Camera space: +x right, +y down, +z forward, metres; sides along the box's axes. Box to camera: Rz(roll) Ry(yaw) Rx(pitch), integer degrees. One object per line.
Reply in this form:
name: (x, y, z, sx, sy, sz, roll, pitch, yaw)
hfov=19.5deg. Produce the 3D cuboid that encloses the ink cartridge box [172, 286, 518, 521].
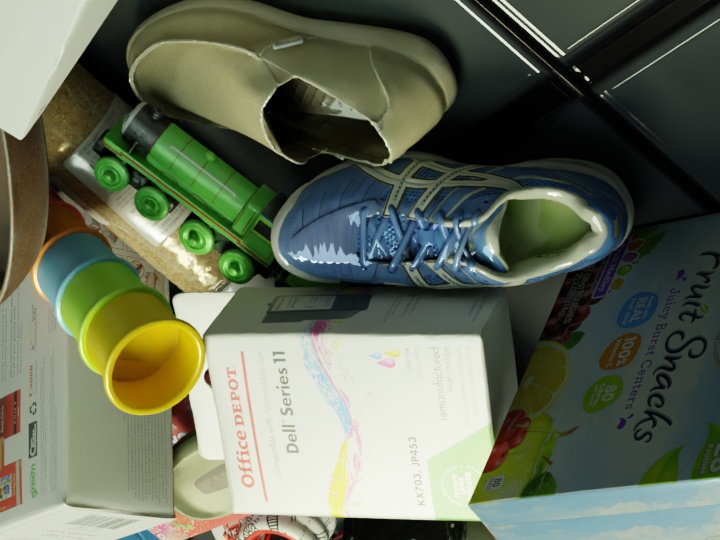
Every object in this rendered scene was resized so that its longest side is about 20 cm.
ink cartridge box: (-0.016, 0.073, 1.161, 0.199, 0.067, 0.118, -1, 113, 18)

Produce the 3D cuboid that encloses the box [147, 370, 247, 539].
box: (-0.091, 0.100, 1.389, 0.103, 0.095, 0.200, 42, 140, -21)

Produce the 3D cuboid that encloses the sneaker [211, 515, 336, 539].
sneaker: (-0.071, 0.185, 1.468, 0.067, 0.108, 0.201, 35, 142, -11)

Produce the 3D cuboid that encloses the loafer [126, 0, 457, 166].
loafer: (-0.048, -0.101, 1.150, 0.199, 0.068, 0.076, 6, 138, 25)

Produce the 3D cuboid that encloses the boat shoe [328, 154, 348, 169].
boat shoe: (0.000, 0.000, 1.248, 0.056, 0.069, 0.201, 24, 137, 11)

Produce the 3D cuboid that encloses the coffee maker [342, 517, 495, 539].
coffee maker: (0.103, 0.156, 1.305, 0.199, 0.193, 0.134, 27, 153, -29)

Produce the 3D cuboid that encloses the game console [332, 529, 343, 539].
game console: (0.095, 0.227, 1.483, 0.200, 0.031, 0.177, 38, 141, -14)

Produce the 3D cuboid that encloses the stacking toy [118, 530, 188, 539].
stacking toy: (-0.232, 0.241, 1.653, 0.116, 0.110, 0.200, 37, 153, -17)

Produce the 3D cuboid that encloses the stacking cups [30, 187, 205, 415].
stacking cups: (-0.153, 0.003, 1.190, 0.200, 0.060, 0.061, 48, 166, 48)

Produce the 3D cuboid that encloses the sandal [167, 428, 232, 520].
sandal: (-0.038, 0.107, 1.258, 0.201, 0.057, 0.080, -34, 114, 26)

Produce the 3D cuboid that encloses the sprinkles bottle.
sprinkles bottle: (-0.132, -0.050, 1.260, 0.200, 0.068, 0.068, 42, 140, -18)

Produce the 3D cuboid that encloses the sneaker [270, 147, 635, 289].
sneaker: (0.048, -0.028, 1.126, 0.199, 0.077, 0.076, -6, 99, 7)

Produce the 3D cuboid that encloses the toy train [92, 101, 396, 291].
toy train: (-0.065, -0.025, 1.191, 0.200, 0.042, 0.056, 37, 129, -1)

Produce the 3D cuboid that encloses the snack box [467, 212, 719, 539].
snack box: (0.168, 0.059, 1.100, 0.168, 0.200, 0.068, -11, 130, 40)

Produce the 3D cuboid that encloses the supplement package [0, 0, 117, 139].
supplement package: (-0.204, -0.205, 1.052, 0.199, 0.151, 0.152, 31, 142, -5)

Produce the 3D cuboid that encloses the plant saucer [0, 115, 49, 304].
plant saucer: (-0.219, -0.076, 1.188, 0.200, 0.034, 0.201, 32, 128, 54)

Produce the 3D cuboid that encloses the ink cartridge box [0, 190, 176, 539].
ink cartridge box: (-0.201, 0.074, 1.331, 0.084, 0.201, 0.175, 13, 156, -38)
